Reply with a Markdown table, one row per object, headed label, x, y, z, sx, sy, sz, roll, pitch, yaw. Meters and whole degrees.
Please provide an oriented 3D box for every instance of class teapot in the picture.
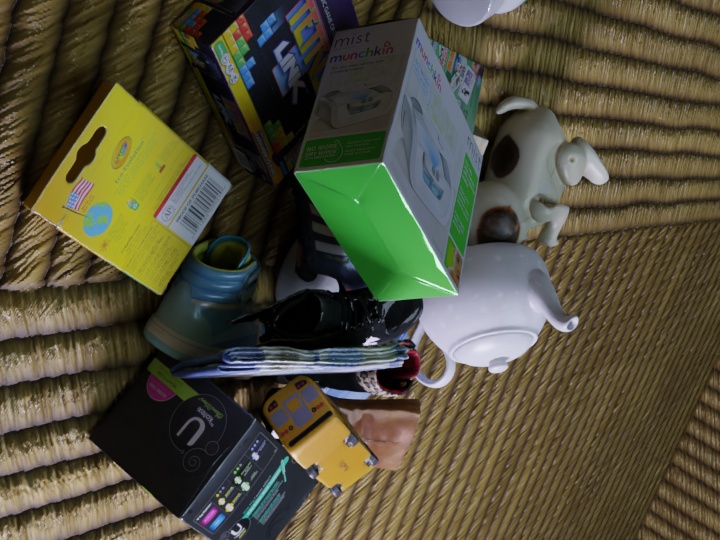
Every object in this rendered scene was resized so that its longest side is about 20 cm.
| label | x | y | z | sx | sy | sz | roll | pitch | yaw |
| --- | --- | --- | --- | --- | --- | --- | --- | --- | --- |
| teapot | 0.163 | 0.064 | 1.529 | 0.194 | 0.148 | 0.201 | -6 | 159 | -6 |

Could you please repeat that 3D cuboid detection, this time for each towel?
| label | x | y | z | sx | sy | sz | roll | pitch | yaw |
| --- | --- | --- | --- | --- | --- | --- | --- | --- | --- |
| towel | -0.069 | 0.088 | 1.122 | 0.197 | 0.146 | 0.024 | 0 | 82 | -27 |

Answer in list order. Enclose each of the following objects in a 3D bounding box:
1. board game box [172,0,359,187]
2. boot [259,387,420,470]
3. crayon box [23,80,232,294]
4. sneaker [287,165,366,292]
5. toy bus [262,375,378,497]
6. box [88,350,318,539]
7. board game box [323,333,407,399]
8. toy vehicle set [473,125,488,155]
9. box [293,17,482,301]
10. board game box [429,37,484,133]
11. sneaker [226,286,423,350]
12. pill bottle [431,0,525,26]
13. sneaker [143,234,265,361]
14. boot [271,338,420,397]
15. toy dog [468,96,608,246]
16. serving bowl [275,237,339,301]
| label | x | y | z | sx | sy | sz | roll | pitch | yaw |
| --- | --- | --- | --- | --- | --- | --- | --- | --- | --- |
| board game box | -0.074 | -0.205 | 1.095 | 0.166 | 0.056 | 0.201 | -49 | 149 | -17 |
| boot | -0.043 | 0.220 | 1.408 | 0.197 | 0.069 | 0.191 | 9 | 116 | -29 |
| crayon box | -0.205 | -0.074 | 1.010 | 0.128 | 0.050 | 0.200 | -57 | 151 | -7 |
| sneaker | -0.046 | -0.041 | 1.209 | 0.084 | 0.075 | 0.202 | -33 | 105 | -1 |
| toy bus | -0.040 | 0.184 | 1.264 | 0.065 | 0.079 | 0.200 | -38 | 156 | -3 |
| box | -0.159 | 0.200 | 1.220 | 0.125 | 0.148 | 0.200 | -51 | 149 | -12 |
| board game box | -0.007 | 0.138 | 1.534 | 0.199 | 0.019 | 0.104 | -39 | 146 | -33 |
| toy vehicle set | 0.101 | -0.081 | 1.434 | 0.124 | 0.026 | 0.203 | -92 | -157 | -74 |
| box | 0.033 | -0.101 | 1.108 | 0.201 | 0.095 | 0.179 | 57 | 38 | -45 |
| board game box | 0.079 | -0.147 | 1.299 | 0.134 | 0.029 | 0.204 | 12 | 87 | -53 |
| sneaker | -0.031 | 0.049 | 1.153 | 0.196 | 0.061 | 0.104 | -11 | 171 | -2 |
| pill bottle | 0.165 | -0.354 | 1.279 | 0.199 | 0.112 | 0.114 | -39 | 145 | -32 |
| sneaker | -0.124 | 0.034 | 1.203 | 0.199 | 0.079 | 0.132 | 15 | 104 | -61 |
| boot | 0.004 | 0.108 | 1.383 | 0.199 | 0.149 | 0.075 | 6 | 87 | -56 |
| toy dog | 0.209 | -0.108 | 1.542 | 0.201 | 0.139 | 0.195 | -51 | 136 | -16 |
| serving bowl | 0.000 | 0.000 | 1.336 | 0.199 | 0.066 | 0.202 | -33 | 149 | -23 |
